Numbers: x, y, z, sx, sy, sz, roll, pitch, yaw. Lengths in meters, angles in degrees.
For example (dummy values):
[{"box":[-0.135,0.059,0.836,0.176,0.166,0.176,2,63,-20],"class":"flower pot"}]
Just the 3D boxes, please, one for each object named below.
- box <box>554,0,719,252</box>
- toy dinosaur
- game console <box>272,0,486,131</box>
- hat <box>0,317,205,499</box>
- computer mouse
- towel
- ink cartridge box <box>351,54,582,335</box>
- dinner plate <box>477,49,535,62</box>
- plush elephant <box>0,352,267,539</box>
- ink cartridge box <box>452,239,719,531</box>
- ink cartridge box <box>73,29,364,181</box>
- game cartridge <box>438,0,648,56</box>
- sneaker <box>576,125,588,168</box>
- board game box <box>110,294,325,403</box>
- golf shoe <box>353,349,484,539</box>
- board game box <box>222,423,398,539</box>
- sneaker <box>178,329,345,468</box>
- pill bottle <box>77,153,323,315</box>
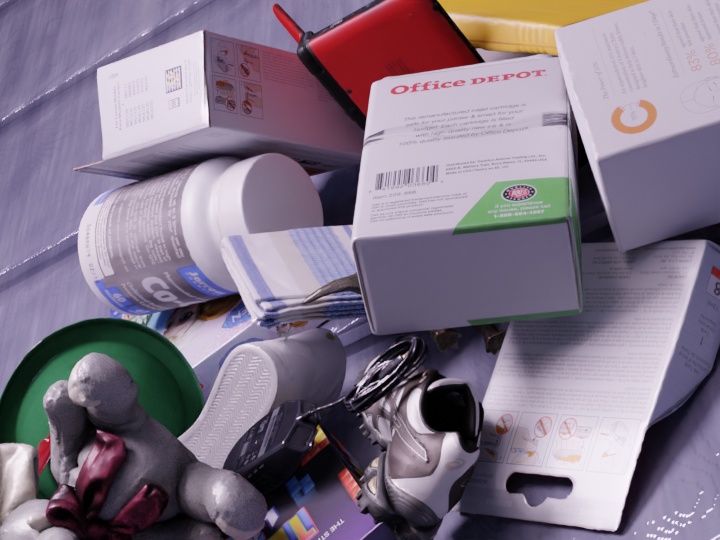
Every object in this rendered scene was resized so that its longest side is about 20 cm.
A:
[{"box":[0.241,-0.113,1.283,0.199,0.098,0.125,-16,49,5],"class":"box"},{"box":[0.056,0.009,1.407,0.199,0.077,0.102,-16,33,-4],"class":"toy dinosaur"},{"box":[0.041,-0.148,1.575,0.172,0.200,0.119,-25,32,29],"class":"game console"},{"box":[-0.194,0.140,1.477,0.201,0.165,0.176,-61,13,-3],"class":"hat"},{"box":[-0.022,0.102,1.344,0.200,0.034,0.059,-34,23,36],"class":"computer mouse"},{"box":[0.000,0.000,1.494,0.199,0.024,0.147,-5,24,-15],"class":"towel"},{"box":[0.077,-0.055,1.349,0.145,0.084,0.200,-6,36,10],"class":"ink cartridge box"},{"box":[0.151,-0.182,1.623,0.199,0.024,0.201,-14,30,8],"class":"dinner plate"},{"box":[-0.189,0.169,1.362,0.155,0.165,0.200,-49,10,-19],"class":"plush elephant"},{"box":[0.155,0.078,1.301,0.162,0.050,0.201,-1,66,51],"class":"ink cartridge box"},{"box":[-0.120,-0.128,1.671,0.175,0.199,0.084,-13,77,40],"class":"ink cartridge box"},{"box":[0.137,-0.201,1.559,0.199,0.033,0.176,14,24,43],"class":"game cartridge"},{"box":[0.142,-0.084,1.479,0.200,0.077,0.084,-47,20,31],"class":"sneaker"},{"box":[-0.128,0.035,1.709,0.200,0.041,0.200,-37,28,11],"class":"board game box"},{"box":[0.049,0.100,1.327,0.095,0.078,0.200,-49,21,21],"class":"golf shoe"},{"box":[-0.067,0.217,1.360,0.200,0.057,0.165,-43,26,0],"class":"board game box"},{"box":[-0.080,0.128,1.488,0.115,0.074,0.200,-16,-34,-54],"class":"sneaker"},{"box":[-0.133,-0.031,1.642,0.199,0.114,0.114,-13,39,43],"class":"pill bottle"}]
